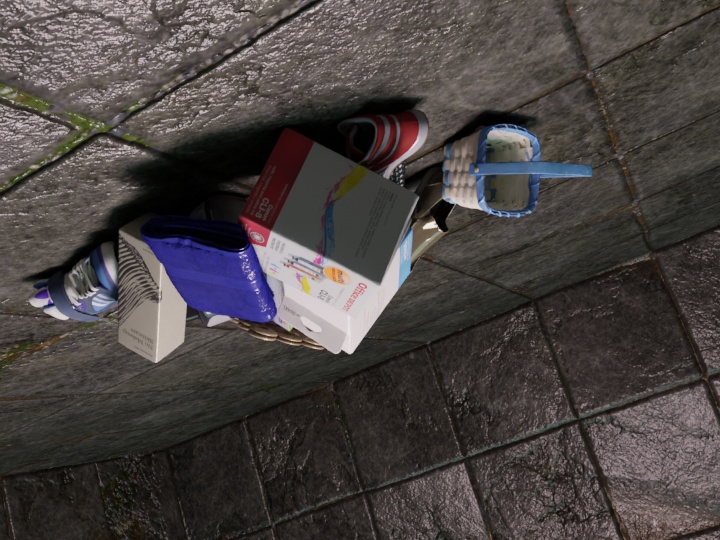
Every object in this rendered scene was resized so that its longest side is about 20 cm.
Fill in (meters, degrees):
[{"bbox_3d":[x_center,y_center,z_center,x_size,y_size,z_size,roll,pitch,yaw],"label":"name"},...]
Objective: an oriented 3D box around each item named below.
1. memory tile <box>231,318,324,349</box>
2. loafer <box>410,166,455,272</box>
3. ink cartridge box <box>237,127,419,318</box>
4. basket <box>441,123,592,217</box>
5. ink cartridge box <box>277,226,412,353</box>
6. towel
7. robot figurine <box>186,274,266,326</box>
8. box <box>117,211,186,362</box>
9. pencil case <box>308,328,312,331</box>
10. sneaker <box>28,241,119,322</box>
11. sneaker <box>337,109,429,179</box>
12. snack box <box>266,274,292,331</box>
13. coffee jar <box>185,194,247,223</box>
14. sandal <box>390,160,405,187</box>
[{"bbox_3d":[-0.160,0.098,1.339,0.151,0.017,0.199,15,-177,-34],"label":"memory tile"},{"bbox_3d":[0.105,-0.075,1.262,0.075,0.069,0.203,19,100,-49],"label":"loafer"},{"bbox_3d":[-0.048,-0.057,0.998,0.197,0.146,0.146,26,156,-3],"label":"ink cartridge box"},{"bbox_3d":[0.232,-0.153,1.155,0.198,0.142,0.175,10,-171,42],"label":"basket"},{"bbox_3d":[-0.025,0.013,1.143,0.201,0.127,0.126,-53,161,-27],"label":"ink cartridge box"},{"bbox_3d":[-0.191,-0.003,0.995,0.145,0.050,0.201,11,152,11],"label":"towel"},{"bbox_3d":[-0.225,0.017,1.276,0.197,0.152,0.125,-19,151,-7],"label":"robot figurine"},{"bbox_3d":[-0.298,0.026,1.080,0.068,0.081,0.203,-42,150,-52],"label":"box"},{"bbox_3d":[-0.143,0.047,1.366,0.197,0.087,0.084,19,-166,17],"label":"pencil case"},{"bbox_3d":[-0.426,0.026,1.132,0.144,0.082,0.200,-18,172,-19],"label":"sneaker"},{"bbox_3d":[-0.002,-0.151,1.045,0.111,0.072,0.200,-12,157,-41],"label":"sneaker"},{"bbox_3d":[-0.091,-0.015,1.218,0.142,0.053,0.202,-48,160,-33],"label":"snack box"},{"bbox_3d":[-0.247,-0.034,1.133,0.198,0.087,0.103,-29,162,35],"label":"coffee jar"},{"bbox_3d":[0.036,-0.126,1.191,0.074,0.048,0.202,-10,141,-16],"label":"sandal"}]
